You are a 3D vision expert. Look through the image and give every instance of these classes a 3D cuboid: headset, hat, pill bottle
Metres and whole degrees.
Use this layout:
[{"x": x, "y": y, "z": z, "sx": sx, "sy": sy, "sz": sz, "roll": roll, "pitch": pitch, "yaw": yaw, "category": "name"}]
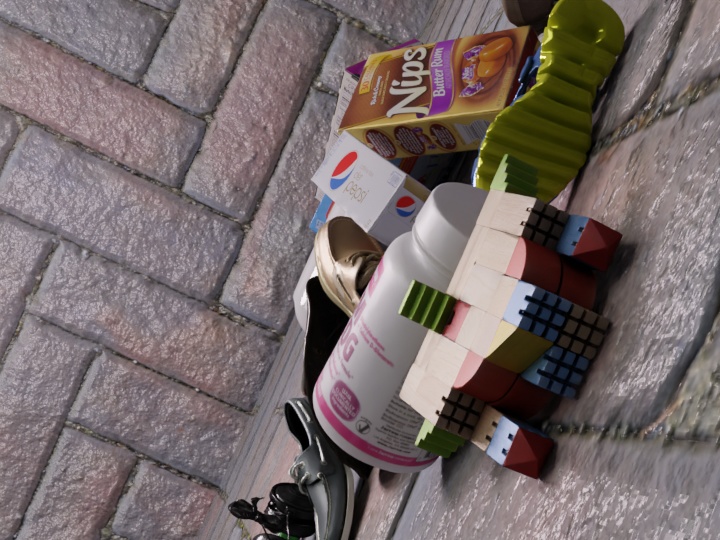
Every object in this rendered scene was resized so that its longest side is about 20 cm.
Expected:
[{"x": -0.099, "y": 0.291, "z": 1.290, "sx": 0.200, "sy": 0.094, "sz": 0.124, "roll": 95, "pitch": -163, "yaw": -73, "category": "headset"}, {"x": 0.015, "y": 0.092, "z": 1.087, "sx": 0.201, "sy": 0.080, "sz": 0.202, "roll": -16, "pitch": -90, "yaw": -74, "category": "hat"}, {"x": 0.052, "y": 0.043, "z": 0.855, "sx": 0.114, "sy": 0.113, "sz": 0.201, "roll": -76, "pitch": 12, "yaw": -61, "category": "pill bottle"}]

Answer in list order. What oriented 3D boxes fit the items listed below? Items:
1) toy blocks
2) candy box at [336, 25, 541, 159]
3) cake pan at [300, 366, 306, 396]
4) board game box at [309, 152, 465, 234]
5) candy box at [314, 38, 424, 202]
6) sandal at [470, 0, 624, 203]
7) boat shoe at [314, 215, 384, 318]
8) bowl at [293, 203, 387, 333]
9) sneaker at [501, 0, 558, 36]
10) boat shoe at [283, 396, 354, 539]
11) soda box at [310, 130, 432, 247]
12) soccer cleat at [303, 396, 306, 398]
[{"x": 0.095, "y": 0.034, "z": 0.702, "sx": 0.201, "sy": 0.100, "sz": 0.137, "roll": -66, "pitch": 17, "yaw": 1, "category": "toy blocks"}, {"x": 0.084, "y": -0.179, "z": 1.188, "sx": 0.199, "sy": 0.057, "sz": 0.117, "roll": -4, "pitch": 51, "yaw": 36, "category": "candy box"}, {"x": -0.016, "y": 0.073, "z": 1.457, "sx": 0.200, "sy": 0.037, "sz": 0.201, "roll": 22, "pitch": -90, "yaw": -78, "category": "cake pan"}, {"x": 0.050, "y": -0.128, "z": 1.403, "sx": 0.195, "sy": 0.056, "sz": 0.201, "roll": -12, "pitch": -46, "yaw": -57, "category": "board game box"}, {"x": 0.023, "y": -0.174, "z": 1.436, "sx": 0.136, "sy": 0.061, "sz": 0.201, "roll": -31, "pitch": -31, "yaw": -41, "category": "candy box"}, {"x": 0.145, "y": -0.118, "z": 0.908, "sx": 0.201, "sy": 0.079, "sz": 0.087, "roll": -59, "pitch": 0, "yaw": -20, "category": "sandal"}, {"x": 0.014, "y": 0.013, "z": 1.031, "sx": 0.065, "sy": 0.071, "sz": 0.200, "roll": 103, "pitch": 149, "yaw": -44, "category": "boat shoe"}, {"x": 0.000, "y": 0.000, "z": 1.290, "sx": 0.201, "sy": 0.074, "sz": 0.200, "roll": -66, "pitch": -21, "yaw": -3, "category": "bowl"}, {"x": 0.196, "y": -0.283, "z": 1.187, "sx": 0.200, "sy": 0.075, "sz": 0.071, "roll": -36, "pitch": -68, "yaw": -69, "category": "sneaker"}, {"x": -0.046, "y": 0.205, "z": 1.156, "sx": 0.201, "sy": 0.061, "sz": 0.073, "roll": -97, "pitch": 22, "yaw": -48, "category": "boat shoe"}, {"x": 0.019, "y": -0.072, "z": 1.098, "sx": 0.064, "sy": 0.068, "sz": 0.200, "roll": -55, "pitch": 25, "yaw": 6, "category": "soda box"}, {"x": -0.044, "y": 0.187, "z": 1.373, "sx": 0.200, "sy": 0.069, "sz": 0.078, "roll": 134, "pitch": 157, "yaw": -64, "category": "soccer cleat"}]
